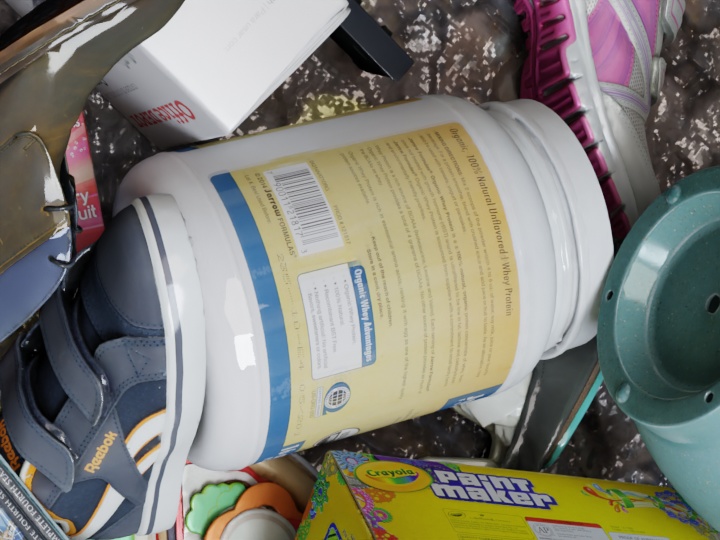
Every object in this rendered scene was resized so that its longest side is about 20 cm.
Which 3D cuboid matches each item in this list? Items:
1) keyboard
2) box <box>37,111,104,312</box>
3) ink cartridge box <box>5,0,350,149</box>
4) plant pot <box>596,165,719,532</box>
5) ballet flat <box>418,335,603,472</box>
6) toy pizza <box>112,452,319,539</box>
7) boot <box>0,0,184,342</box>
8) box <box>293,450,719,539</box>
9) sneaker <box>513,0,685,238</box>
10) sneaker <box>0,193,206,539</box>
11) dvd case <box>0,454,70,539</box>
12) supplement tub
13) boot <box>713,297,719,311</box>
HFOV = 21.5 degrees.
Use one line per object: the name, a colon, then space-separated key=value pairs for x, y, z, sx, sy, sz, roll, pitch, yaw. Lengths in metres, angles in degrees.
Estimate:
keyboard: x=-0.048 y=-0.162 z=0.865 sx=0.200 sy=0.127 sz=0.021 roll=44 pitch=89 yaw=-14
box: x=-0.217 y=-0.018 z=0.829 sx=0.199 sy=0.095 sz=0.100 roll=-11 pitch=93 yaw=-17
ink cartridge box: x=-0.116 y=-0.150 z=0.833 sx=0.200 sy=0.146 sz=0.083 roll=44 pitch=78 yaw=-13
plant pot: x=0.190 y=0.031 z=0.835 sx=0.134 sy=0.200 sz=0.201 roll=21 pitch=84 yaw=-30
ballet flat: x=0.067 y=0.093 z=0.941 sx=0.068 sy=0.068 sz=0.201 roll=25 pitch=83 yaw=-8
toy pizza: x=-0.087 y=0.169 z=0.909 sx=0.199 sy=0.032 sz=0.201 roll=0 pitch=91 yaw=-18
boot: x=-0.126 y=-0.044 z=0.754 sx=0.200 sy=0.075 sz=0.097 roll=-35 pitch=106 yaw=12
box: x=0.061 y=0.202 z=0.861 sx=0.199 sy=0.122 sz=0.193 roll=9 pitch=116 yaw=-25
sneaker: x=0.126 y=-0.117 z=0.947 sx=0.088 sy=0.081 sz=0.201 roll=-16 pitch=96 yaw=-15
sneaker: x=-0.113 y=0.052 z=0.799 sx=0.079 sy=0.200 sz=0.079 roll=-8 pitch=49 yaw=-19
dvd case: x=-0.177 y=0.140 z=0.828 sx=0.200 sy=0.146 sz=0.022 roll=53 pitch=39 yaw=-9
supplement tub: x=0.000 y=0.000 z=0.871 sx=0.199 sy=0.145 sz=0.145 roll=-14 pitch=95 yaw=-22
boot: x=0.252 y=0.028 z=1.014 sx=0.200 sy=0.068 sz=0.188 roll=44 pitch=71 yaw=-22
